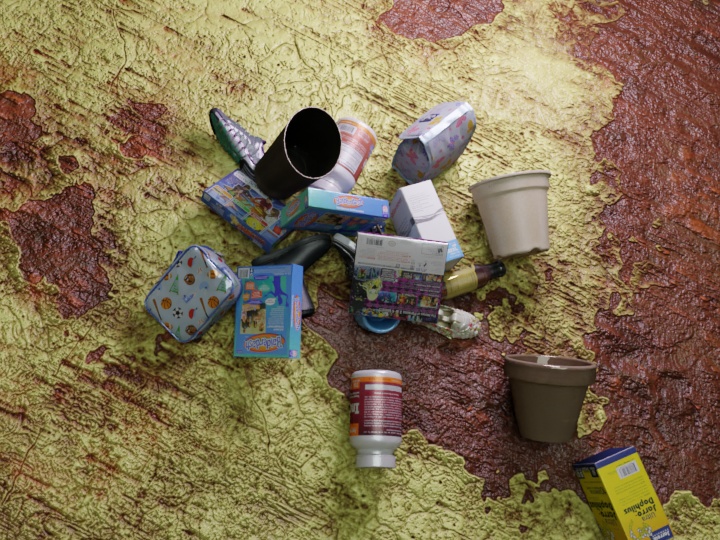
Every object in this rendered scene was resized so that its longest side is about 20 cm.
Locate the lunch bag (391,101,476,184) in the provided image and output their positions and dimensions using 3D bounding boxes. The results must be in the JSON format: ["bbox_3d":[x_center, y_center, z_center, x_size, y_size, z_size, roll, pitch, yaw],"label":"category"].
[{"bbox_3d":[0.178,-0.313,1.639,0.170,0.200,0.127,-41,83,-17],"label":"lunch bag"}]

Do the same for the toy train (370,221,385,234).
[{"bbox_3d":[0.067,-0.052,1.626,0.046,0.034,0.200,-23,78,-19],"label":"toy train"}]

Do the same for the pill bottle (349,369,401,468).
[{"bbox_3d":[0.033,0.320,1.461,0.113,0.113,0.200,4,72,-8],"label":"pill bottle"}]

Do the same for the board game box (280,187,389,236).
[{"bbox_3d":[-0.059,-0.128,1.532,0.200,0.152,0.045,5,73,-30],"label":"board game box"}]

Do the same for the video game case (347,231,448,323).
[{"bbox_3d":[0.080,0.016,1.479,0.200,0.036,0.182,6,99,-1],"label":"video game case"}]

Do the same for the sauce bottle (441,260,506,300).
[{"bbox_3d":[0.255,0.020,1.611,0.200,0.066,0.066,-16,75,-27],"label":"sauce bottle"}]

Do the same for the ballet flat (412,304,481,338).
[{"bbox_3d":[0.192,0.111,1.579,0.200,0.064,0.076,14,70,-5],"label":"ballet flat"}]

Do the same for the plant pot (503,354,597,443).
[{"bbox_3d":[0.418,0.284,1.510,0.200,0.200,0.175,2,90,-8],"label":"plant pot"}]

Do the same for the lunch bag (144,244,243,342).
[{"bbox_3d":[-0.361,0.044,1.474,0.160,0.076,0.200,44,97,8],"label":"lunch bag"}]

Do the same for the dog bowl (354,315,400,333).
[{"bbox_3d":[0.058,0.050,1.536,0.111,0.050,0.200,16,98,-16],"label":"dog bowl"}]

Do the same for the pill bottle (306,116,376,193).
[{"bbox_3d":[-0.048,-0.258,1.632,0.112,0.112,0.200,26,71,0],"label":"pill bottle"}]

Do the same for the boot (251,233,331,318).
[{"bbox_3d":[-0.134,0.024,1.545,0.200,0.076,0.168,-21,73,-8],"label":"boot"}]

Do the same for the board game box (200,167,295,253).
[{"bbox_3d":[-0.249,-0.142,1.572,0.200,0.034,0.135,38,42,4],"label":"board game box"}]

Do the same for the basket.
[{"bbox_3d":[-0.151,-0.247,1.537,0.136,0.200,0.181,27,60,-22],"label":"basket"}]

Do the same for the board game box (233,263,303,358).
[{"bbox_3d":[-0.201,0.090,1.473,0.152,0.045,0.200,-2,82,29],"label":"board game box"}]

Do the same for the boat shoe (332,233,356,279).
[{"bbox_3d":[0.000,0.000,1.576,0.200,0.070,0.066,44,77,-12],"label":"boat shoe"}]

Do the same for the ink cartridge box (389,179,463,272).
[{"bbox_3d":[0.148,-0.088,1.591,0.084,0.145,0.200,-18,76,-14],"label":"ink cartridge box"}]

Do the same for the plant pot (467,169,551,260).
[{"bbox_3d":[0.371,-0.125,1.628,0.200,0.200,0.184,-8,85,-11],"label":"plant pot"}]

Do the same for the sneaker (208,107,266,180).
[{"bbox_3d":[-0.283,-0.314,1.641,0.087,0.074,0.200,-35,92,-28],"label":"sneaker"}]

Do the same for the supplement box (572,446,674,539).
[{"bbox_3d":[0.574,0.502,1.492,0.109,0.109,0.200,-18,76,-14],"label":"supplement box"}]
